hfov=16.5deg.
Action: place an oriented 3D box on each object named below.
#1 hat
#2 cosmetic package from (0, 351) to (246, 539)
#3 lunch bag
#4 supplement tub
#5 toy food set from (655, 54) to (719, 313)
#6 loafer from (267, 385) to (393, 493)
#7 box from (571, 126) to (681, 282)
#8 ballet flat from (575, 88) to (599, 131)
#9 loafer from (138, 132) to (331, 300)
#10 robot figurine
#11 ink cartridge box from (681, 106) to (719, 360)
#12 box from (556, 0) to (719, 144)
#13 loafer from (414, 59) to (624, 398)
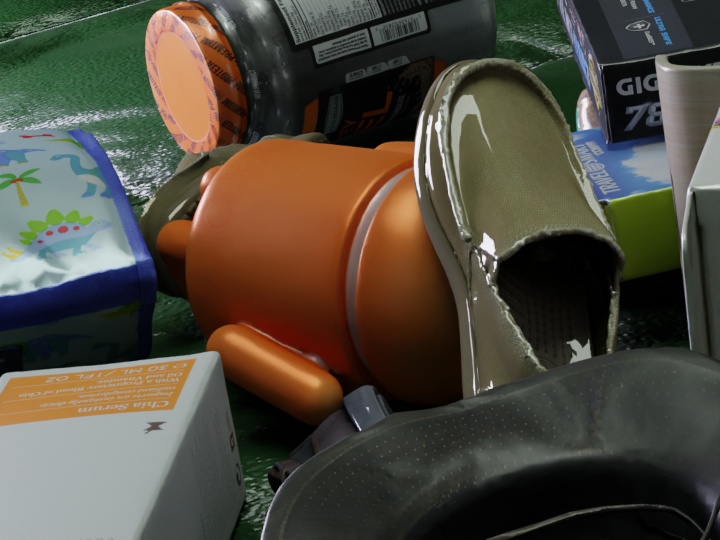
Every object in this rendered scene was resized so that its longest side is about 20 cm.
[{"bbox_3d":[0.069,0.106,0.740,0.200,0.081,0.201,-10,27,5],"label":"hat"},{"bbox_3d":[-0.113,0.105,0.985,0.101,0.071,0.200,-6,20,9],"label":"cosmetic package"},{"bbox_3d":[-0.194,0.006,1.219,0.170,0.128,0.200,-14,10,-12],"label":"lunch bag"},{"bbox_3d":[-0.025,-0.142,1.554,0.200,0.123,0.122,-19,22,-25],"label":"supplement tub"},{"bbox_3d":[0.231,-0.029,1.085,0.200,0.144,0.060,-1,18,24],"label":"toy food set"},{"bbox_3d":[-0.002,0.103,0.967,0.063,0.072,0.200,-29,13,4],"label":"loafer"},{"bbox_3d":[0.180,-0.047,1.200,0.199,0.048,0.122,-12,18,-4],"label":"box"},{"bbox_3d":[0.206,-0.096,1.319,0.200,0.067,0.068,-14,-16,-15],"label":"ballet flat"},{"bbox_3d":[-0.074,-0.027,1.341,0.067,0.076,0.200,-2,11,23],"label":"loafer"},{"bbox_3d":[-0.001,0.002,1.156,0.200,0.117,0.144,8,12,38],"label":"robot figurine"},{"bbox_3d":[0.171,0.000,0.965,0.067,0.117,0.200,-3,22,17],"label":"ink cartridge box"},{"bbox_3d":[0.207,-0.136,1.272,0.198,0.050,0.200,-10,25,2],"label":"box"},{"bbox_3d":[0.075,-0.009,1.042,0.076,0.200,0.067,2,-29,-26],"label":"loafer"}]
